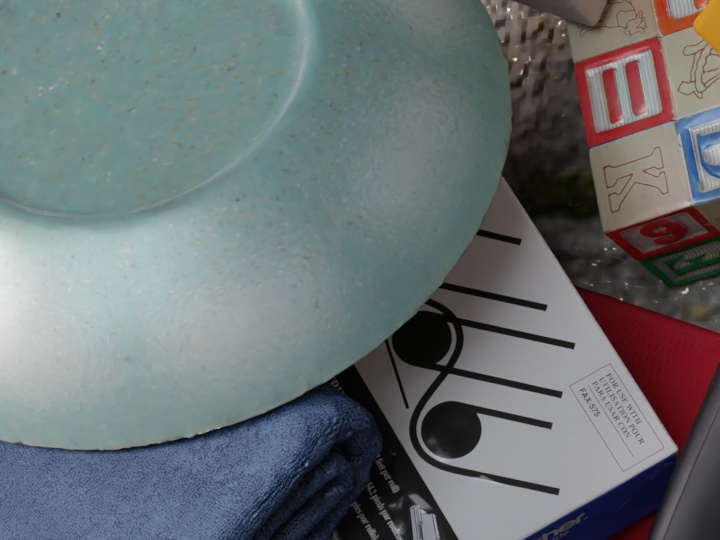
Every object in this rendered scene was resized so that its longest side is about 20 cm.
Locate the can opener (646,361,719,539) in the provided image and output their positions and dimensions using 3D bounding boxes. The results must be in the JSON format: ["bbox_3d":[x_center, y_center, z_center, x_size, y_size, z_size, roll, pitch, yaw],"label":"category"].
[{"bbox_3d":[0.094,0.072,0.775,0.079,0.063,0.200,16,105,-2],"label":"can opener"}]

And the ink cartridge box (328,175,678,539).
[{"bbox_3d":[0.000,0.000,0.841,0.094,0.044,0.200,-29,67,-6],"label":"ink cartridge box"}]

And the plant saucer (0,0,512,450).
[{"bbox_3d":[-0.060,-0.044,0.804,0.201,0.039,0.201,-8,51,11],"label":"plant saucer"}]

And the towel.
[{"bbox_3d":[-0.095,0.037,0.808,0.200,0.049,0.112,31,67,34],"label":"towel"}]

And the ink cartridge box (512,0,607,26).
[{"bbox_3d":[0.051,-0.195,0.847,0.084,0.145,0.200,21,83,31],"label":"ink cartridge box"}]

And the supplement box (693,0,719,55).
[{"bbox_3d":[0.195,-0.040,0.756,0.074,0.126,0.200,-41,83,-24],"label":"supplement box"}]

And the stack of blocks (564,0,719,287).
[{"bbox_3d":[0.120,-0.109,0.902,0.115,0.059,0.200,-18,66,21],"label":"stack of blocks"}]

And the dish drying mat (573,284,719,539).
[{"bbox_3d":[0.083,0.051,0.857,0.200,0.018,0.077,19,83,50],"label":"dish drying mat"}]
